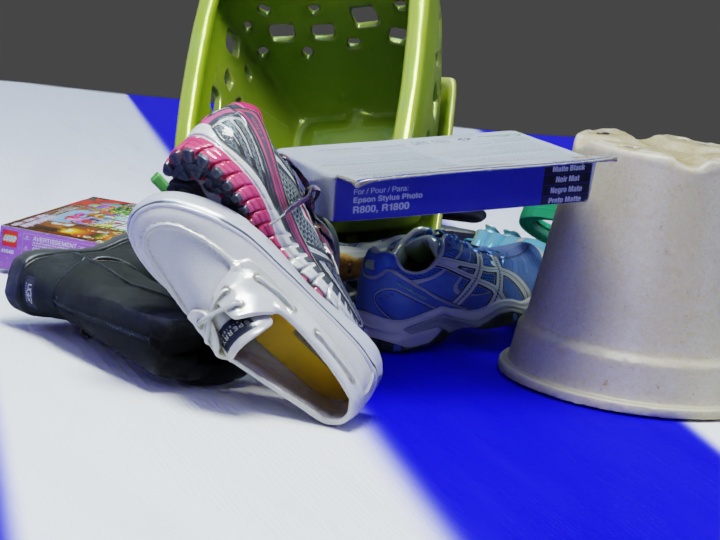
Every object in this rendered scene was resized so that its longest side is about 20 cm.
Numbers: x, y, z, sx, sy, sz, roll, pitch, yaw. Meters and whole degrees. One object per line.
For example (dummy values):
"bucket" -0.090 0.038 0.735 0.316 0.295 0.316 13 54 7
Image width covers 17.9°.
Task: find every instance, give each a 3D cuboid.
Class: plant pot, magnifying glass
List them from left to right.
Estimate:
"plant pot" -0.024 -0.119 1.866 0.199 0.200 0.182 -2 -31 17
"magnifying glass" 0.209 -0.012 1.837 0.199 0.023 0.079 29 -17 -34
"plant pot" 0.211 -0.005 1.695 0.199 0.185 0.200 7 11 -1

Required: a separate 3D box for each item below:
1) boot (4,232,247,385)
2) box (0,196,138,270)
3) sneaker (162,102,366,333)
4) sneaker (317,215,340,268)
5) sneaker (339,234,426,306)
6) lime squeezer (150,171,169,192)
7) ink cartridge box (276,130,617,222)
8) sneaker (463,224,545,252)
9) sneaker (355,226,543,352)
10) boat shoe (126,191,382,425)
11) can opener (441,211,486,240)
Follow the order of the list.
"boot" -0.133 0.025 1.617 0.164 0.066 0.199 -12 17 -38
"box" -0.199 -0.022 1.893 0.136 0.039 0.200 11 11 13
"sneaker" -0.049 -0.023 1.548 0.080 0.201 0.075 -5 35 43
"sneaker" -0.070 -0.028 1.682 0.075 0.106 0.200 -34 31 7
"sneaker" 0.000 0.000 1.820 0.199 0.076 0.088 1 12 -34
"lime squeezer" -0.110 -0.021 1.834 0.038 0.071 0.200 -30 -25 4
"ink cartridge box" 0.058 -0.065 1.630 0.198 0.041 0.200 -5 10 -17
"sneaker" 0.160 -0.004 1.940 0.130 0.080 0.200 16 13 35
"sneaker" 0.075 0.004 1.767 0.075 0.078 0.199 15 24 41
"boat shoe" -0.075 0.028 1.484 0.200 0.071 0.070 42 28 -5
"can opener" 0.023 -0.058 2.197 0.199 0.064 0.079 17 -16 0
